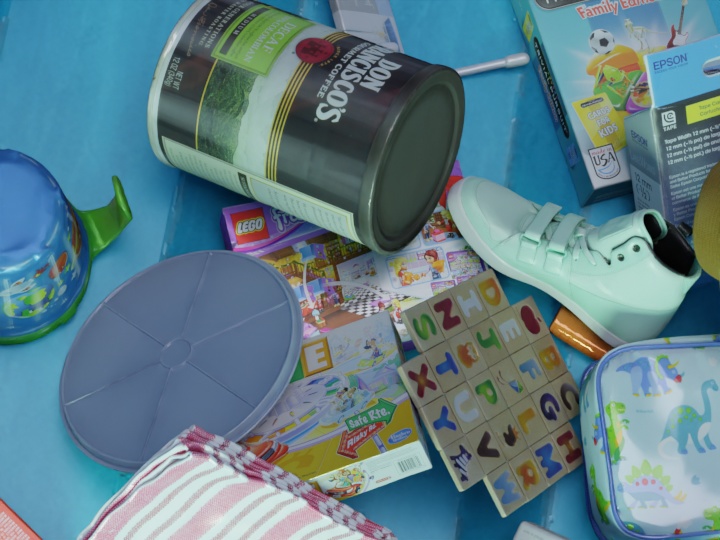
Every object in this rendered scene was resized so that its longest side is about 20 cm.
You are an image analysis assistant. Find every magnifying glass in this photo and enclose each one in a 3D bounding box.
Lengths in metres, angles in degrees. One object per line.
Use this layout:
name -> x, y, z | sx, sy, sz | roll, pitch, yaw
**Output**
magnifying glass -> 0.240, 0.089, 1.560 | 0.199, 0.022, 0.080 | 31, 72, 3

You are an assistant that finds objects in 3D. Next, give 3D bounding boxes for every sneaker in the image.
sneaker -> 0.170, -0.033, 1.514 | 0.200, 0.118, 0.074 | 34, 45, -2

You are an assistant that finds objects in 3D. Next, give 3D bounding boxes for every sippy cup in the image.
sippy cup -> -0.268, -0.026, 1.467 | 0.139, 0.130, 0.178 | 35, 72, 4

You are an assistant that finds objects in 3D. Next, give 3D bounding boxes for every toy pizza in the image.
toy pizza -> -0.132, 0.070, 1.469 | 0.198, 0.032, 0.202 | -13, 49, 15

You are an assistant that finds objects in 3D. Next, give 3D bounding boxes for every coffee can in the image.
coffee can -> -0.041, -0.114, 1.486 | 0.199, 0.147, 0.147 | 22, 70, 22

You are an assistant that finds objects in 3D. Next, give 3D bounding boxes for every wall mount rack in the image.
wall mount rack -> 0.043, -0.217, 1.605 | 0.173, 0.074, 0.202 | -1, 70, -45

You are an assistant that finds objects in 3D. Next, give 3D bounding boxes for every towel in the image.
towel -> -0.090, 0.199, 1.390 | 0.199, 0.146, 0.030 | 31, 27, -29

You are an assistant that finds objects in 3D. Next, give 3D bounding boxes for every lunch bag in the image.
lunch bag -> 0.269, 0.128, 1.501 | 0.198, 0.083, 0.162 | -4, 76, -9

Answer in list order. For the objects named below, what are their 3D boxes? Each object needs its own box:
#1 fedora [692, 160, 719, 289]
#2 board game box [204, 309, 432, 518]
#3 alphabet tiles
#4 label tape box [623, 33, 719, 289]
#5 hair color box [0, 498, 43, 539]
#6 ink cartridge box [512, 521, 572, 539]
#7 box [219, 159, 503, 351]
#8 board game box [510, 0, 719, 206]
fedora -> 0.311, -0.041, 1.478 | 0.081, 0.201, 0.201 | 20, 65, 42
board game box -> -0.056, 0.118, 1.439 | 0.198, 0.034, 0.135 | -20, 43, 6
alphabet tiles -> 0.103, 0.089, 1.477 | 0.199, 0.006, 0.168 | -23, 86, -54
label tape box -> 0.287, -0.101, 1.546 | 0.142, 0.066, 0.202 | -17, 114, -12
hair color box -> -0.296, 0.177, 1.417 | 0.200, 0.102, 0.061 | 44, 72, 6
ink cartridge box -> 0.146, 0.304, 1.428 | 0.161, 0.050, 0.202 | 20, 84, 42
box -> 0.000, 0.000, 1.544 | 0.198, 0.039, 0.138 | -12, 75, -11
board game box -> 0.224, -0.169, 1.624 | 0.150, 0.047, 0.202 | -15, 76, -12
